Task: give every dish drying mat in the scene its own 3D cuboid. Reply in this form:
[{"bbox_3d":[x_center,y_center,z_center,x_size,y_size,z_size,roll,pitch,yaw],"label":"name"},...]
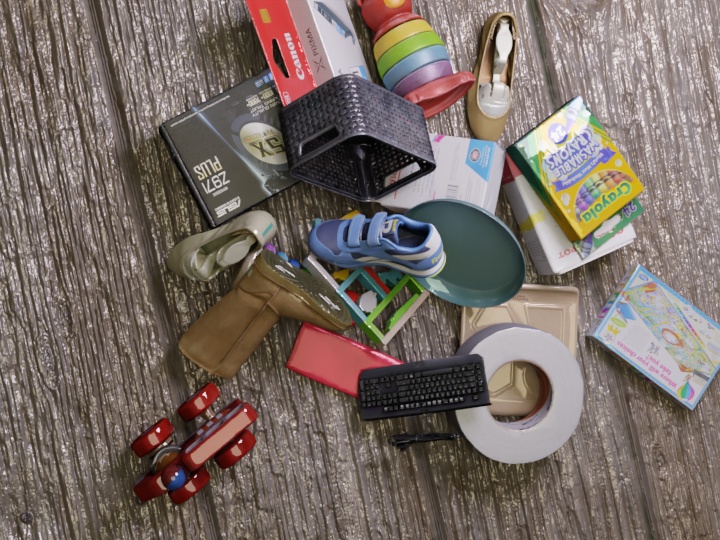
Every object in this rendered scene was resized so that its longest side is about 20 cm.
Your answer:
[{"bbox_3d":[-0.008,0.147,1.740,0.198,0.018,0.077,23,86,-7],"label":"dish drying mat"}]

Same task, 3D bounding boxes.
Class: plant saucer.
[{"bbox_3d":[0.147,-0.029,1.681,0.200,0.200,0.028,38,50,-6],"label":"plant saucer"}]

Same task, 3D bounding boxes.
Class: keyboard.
[{"bbox_3d":[0.092,0.195,1.687,0.198,0.021,0.129,-11,89,23],"label":"keyboard"}]

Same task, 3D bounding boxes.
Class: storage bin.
[{"bbox_3d":[-0.003,-0.179,1.608,0.134,0.199,0.095,-24,66,31],"label":"storage bin"}]

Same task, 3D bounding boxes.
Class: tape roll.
[{"bbox_3d":[0.226,0.180,1.725,0.198,0.066,0.203,-1,94,-8],"label":"tape roll"}]

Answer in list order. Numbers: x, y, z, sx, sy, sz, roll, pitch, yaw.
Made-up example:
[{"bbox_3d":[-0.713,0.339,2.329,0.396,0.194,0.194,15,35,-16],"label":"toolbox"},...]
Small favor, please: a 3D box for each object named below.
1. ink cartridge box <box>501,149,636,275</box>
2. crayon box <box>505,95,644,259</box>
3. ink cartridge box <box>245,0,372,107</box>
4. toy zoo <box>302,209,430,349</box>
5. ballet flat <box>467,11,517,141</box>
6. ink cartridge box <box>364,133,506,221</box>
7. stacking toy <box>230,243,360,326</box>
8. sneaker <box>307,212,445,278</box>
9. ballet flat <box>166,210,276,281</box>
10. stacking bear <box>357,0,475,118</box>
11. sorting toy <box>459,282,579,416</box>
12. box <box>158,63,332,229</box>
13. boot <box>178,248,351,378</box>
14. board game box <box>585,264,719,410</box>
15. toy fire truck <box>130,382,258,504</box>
[{"bbox_3d":[0.305,-0.109,1.764,0.144,0.083,0.202,-22,91,-10],"label":"ink cartridge box"},{"bbox_3d":[0.321,-0.134,1.700,0.125,0.052,0.201,-37,94,-9],"label":"crayon box"},{"bbox_3d":[-0.066,-0.316,1.678,0.176,0.044,0.202,-22,93,-53],"label":"ink cartridge box"},{"bbox_3d":[0.000,0.000,1.712,0.200,0.020,0.131,49,52,-5],"label":"toy zoo"},{"bbox_3d":[0.201,-0.294,1.763,0.068,0.063,0.202,5,88,-9],"label":"ballet flat"},{"bbox_3d":[0.102,-0.138,1.717,0.198,0.068,0.116,11,86,23],"label":"ink cartridge box"},{"bbox_3d":[-0.084,0.025,1.703,0.198,0.085,0.086,23,85,-12],"label":"stacking toy"},{"bbox_3d":[0.023,-0.047,1.646,0.198,0.083,0.075,6,60,7],"label":"sneaker"},{"bbox_3d":[-0.203,-0.024,1.637,0.199,0.069,0.070,-27,93,31],"label":"ballet flat"},{"bbox_3d":[0.067,-0.331,1.721,0.121,0.114,0.201,-24,81,-12],"label":"stacking bear"},{"bbox_3d":[0.238,0.120,1.775,0.183,0.036,0.202,3,93,-9],"label":"sorting toy"},{"bbox_3d":[-0.168,-0.177,1.688,0.199,0.086,0.165,-28,94,-9],"label":"box"},{"bbox_3d":[-0.135,0.082,1.663,0.175,0.066,0.200,37,115,-12],"label":"boot"},{"bbox_3d":[0.467,0.103,1.810,0.199,0.034,0.135,36,83,-7],"label":"board game box"},{"bbox_3d":[-0.233,0.248,1.624,0.199,0.168,0.113,-38,94,-8],"label":"toy fire truck"}]
